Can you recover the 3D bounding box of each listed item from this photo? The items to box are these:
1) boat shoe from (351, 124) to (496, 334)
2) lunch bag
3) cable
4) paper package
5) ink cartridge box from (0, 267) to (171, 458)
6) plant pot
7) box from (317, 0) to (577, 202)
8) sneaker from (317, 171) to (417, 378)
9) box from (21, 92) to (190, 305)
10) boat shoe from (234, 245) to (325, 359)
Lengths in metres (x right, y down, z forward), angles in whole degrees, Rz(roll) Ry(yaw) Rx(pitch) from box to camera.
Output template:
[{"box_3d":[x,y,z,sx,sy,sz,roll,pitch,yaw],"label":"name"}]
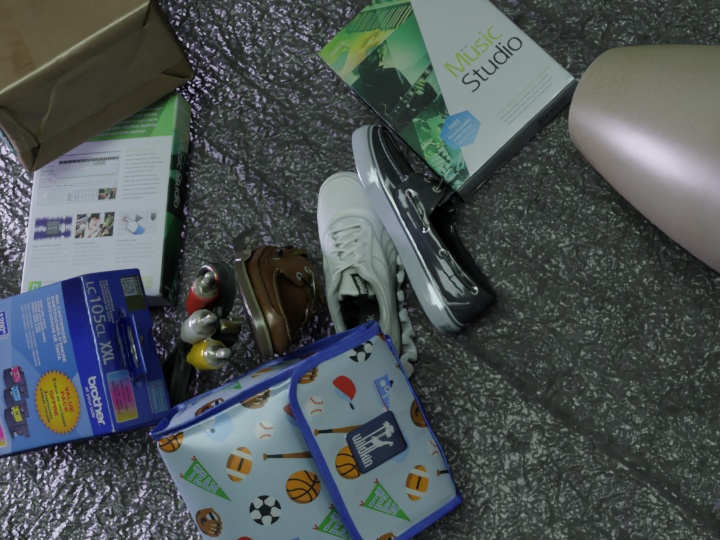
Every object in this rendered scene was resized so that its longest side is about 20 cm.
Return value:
[{"box_3d":[0.058,-0.046,1.242,0.066,0.070,0.200,-30,68,19],"label":"boat shoe"},{"box_3d":[-0.040,0.151,1.162,0.200,0.124,0.170,-24,97,6],"label":"lunch bag"},{"box_3d":[-0.149,0.058,1.224,0.200,0.050,0.097,-39,56,53],"label":"cable"},{"box_3d":[-0.282,-0.222,1.359,0.191,0.103,0.200,-32,51,-4],"label":"paper package"},{"box_3d":[-0.245,0.078,1.248,0.200,0.076,0.137,-15,86,34],"label":"ink cartridge box"},{"box_3d":[0.271,-0.104,1.153,0.200,0.187,0.187,31,84,38],"label":"plant pot"},{"box_3d":[0.077,-0.178,1.302,0.144,0.036,0.200,-44,65,0],"label":"box"},{"box_3d":[0.000,0.000,1.246,0.075,0.081,0.200,-18,67,13],"label":"sneaker"},{"box_3d":[-0.236,-0.064,1.359,0.144,0.036,0.200,-3,73,17],"label":"box"},{"box_3d":[-0.065,0.014,1.209,0.068,0.200,0.072,-13,109,-3],"label":"boat shoe"}]
